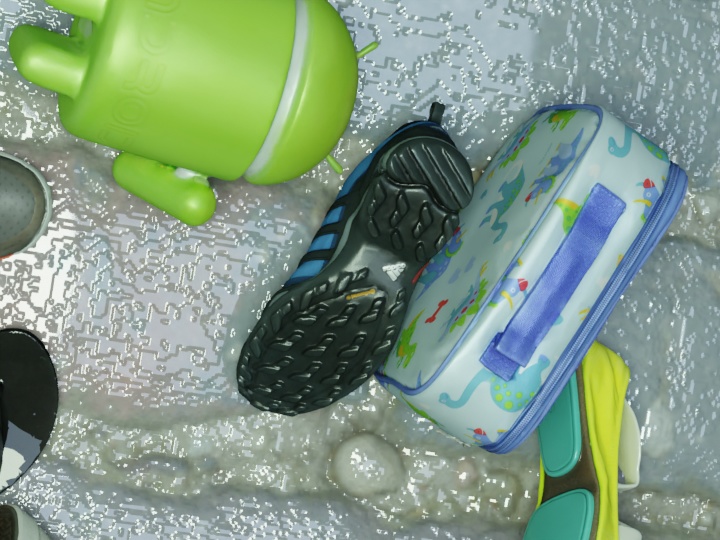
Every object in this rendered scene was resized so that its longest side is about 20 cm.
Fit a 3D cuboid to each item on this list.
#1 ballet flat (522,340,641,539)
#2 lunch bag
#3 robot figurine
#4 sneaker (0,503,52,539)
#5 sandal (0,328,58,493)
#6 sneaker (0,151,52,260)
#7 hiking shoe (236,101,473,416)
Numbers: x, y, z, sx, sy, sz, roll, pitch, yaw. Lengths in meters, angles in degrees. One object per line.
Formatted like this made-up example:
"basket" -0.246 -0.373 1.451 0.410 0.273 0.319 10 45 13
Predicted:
"ballet flat" 0.135 0.133 1.192 0.067 0.067 0.200 21 59 -29
"lunch bag" 0.094 0.004 1.152 0.082 0.161 0.200 34 85 -11
"robot figurine" -0.090 -0.115 1.124 0.200 0.116 0.176 14 102 -20
"sneaker" -0.179 0.225 1.100 0.073 0.200 0.085 -23 132 22
"sandal" -0.242 0.120 1.145 0.075 0.045 0.200 42 84 -10
"sneaker" -0.269 -0.039 1.113 0.200 0.082 0.077 5 92 -12
"hiking shoe" 0.000 0.000 1.178 0.074 0.087 0.200 35 109 -12
